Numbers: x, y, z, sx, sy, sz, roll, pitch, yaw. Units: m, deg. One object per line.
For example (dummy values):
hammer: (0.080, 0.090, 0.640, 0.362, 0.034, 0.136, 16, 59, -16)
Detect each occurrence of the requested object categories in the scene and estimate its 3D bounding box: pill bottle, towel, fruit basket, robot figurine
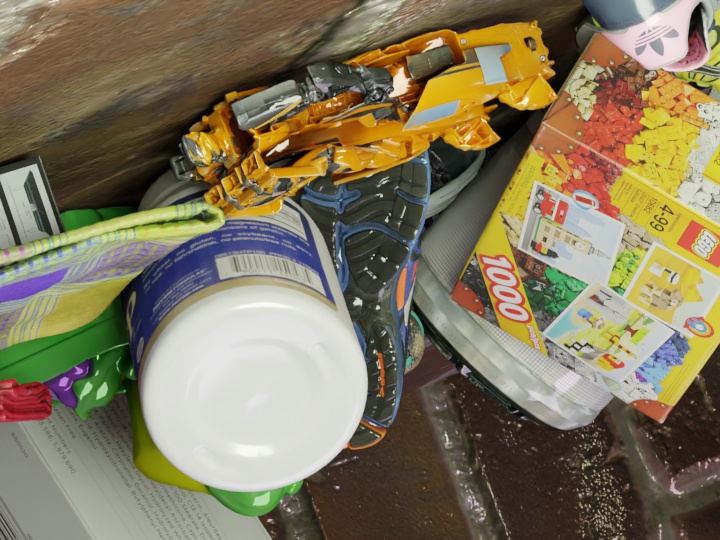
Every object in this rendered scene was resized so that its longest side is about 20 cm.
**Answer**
pill bottle: (-0.069, 0.020, 1.588, 0.119, 0.120, 0.200, -21, -151, 1)
towel: (-0.267, 0.071, 1.543, 0.199, 0.023, 0.145, -2, 177, 2)
fruit basket: (-0.124, 0.065, 1.736, 0.155, 0.216, 0.215, -24, 172, 27)
towel: (-0.162, 0.011, 1.490, 0.143, 0.023, 0.200, -16, 172, -29)
robot figurine: (-0.002, -0.079, 1.552, 0.200, 0.058, 0.145, -18, 171, -27)

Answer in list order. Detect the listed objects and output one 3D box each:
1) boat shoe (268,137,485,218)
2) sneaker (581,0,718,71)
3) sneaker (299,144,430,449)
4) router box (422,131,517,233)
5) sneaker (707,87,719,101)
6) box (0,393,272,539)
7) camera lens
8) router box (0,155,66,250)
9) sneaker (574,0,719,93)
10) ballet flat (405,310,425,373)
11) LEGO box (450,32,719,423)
boat shoe: (-0.002, -0.053, 1.767, 0.201, 0.070, 0.071, -20, 166, -44)
sneaker: (0.148, -0.135, 1.445, 0.070, 0.082, 0.200, -23, 178, 21)
sneaker: (0.000, 0.000, 1.706, 0.075, 0.201, 0.078, 10, -173, 5)
router box: (0.094, -0.050, 2.032, 0.157, 0.052, 0.200, -22, 173, 8)
sneaker: (0.225, -0.047, 2.073, 0.200, 0.074, 0.116, -49, 173, -23)
box: (-0.185, 0.183, 1.948, 0.131, 0.200, 0.199, -28, 173, -45)
camera lens: (0.137, -0.013, 1.842, 0.200, 0.160, 0.160, -47, 167, 11)
router box: (-0.242, 0.006, 1.541, 0.157, 0.052, 0.200, -18, 173, -14)
sneaker: (0.184, -0.126, 1.610, 0.075, 0.077, 0.200, -26, -177, -24)
ballet flat: (-0.052, 0.027, 1.847, 0.200, 0.068, 0.075, 24, -130, 36)
LEGO box: (0.153, -0.021, 1.659, 0.077, 0.149, 0.200, -57, 175, -32)
